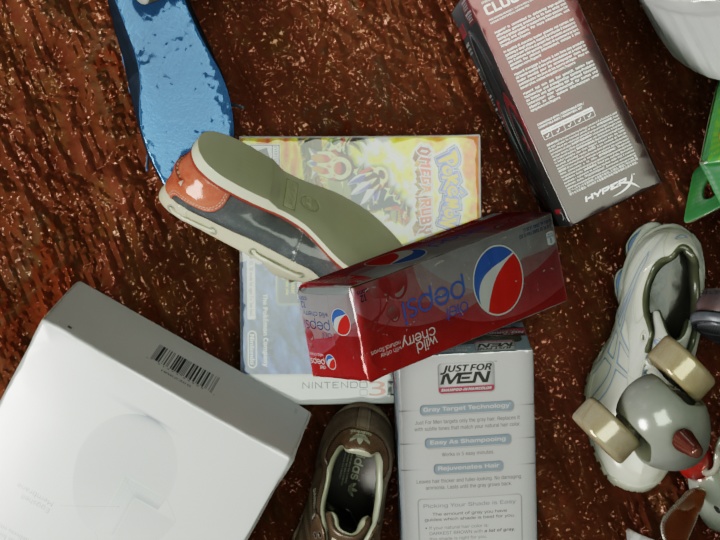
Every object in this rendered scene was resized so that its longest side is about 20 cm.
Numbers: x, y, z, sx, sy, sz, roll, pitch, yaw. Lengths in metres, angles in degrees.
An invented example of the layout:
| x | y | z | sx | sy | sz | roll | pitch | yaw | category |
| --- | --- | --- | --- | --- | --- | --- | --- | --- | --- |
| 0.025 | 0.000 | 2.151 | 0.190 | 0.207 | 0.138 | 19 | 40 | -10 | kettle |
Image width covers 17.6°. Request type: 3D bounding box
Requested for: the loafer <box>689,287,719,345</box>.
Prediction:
| x | y | z | sx | sy | sz | roll | pitch | yaw | category |
| --- | --- | --- | --- | --- | --- | --- | --- | --- | --- |
| 0.315 | 0.038 | 1.689 | 0.199 | 0.072 | 0.063 | 21 | 78 | -36 | loafer |

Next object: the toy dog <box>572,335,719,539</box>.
| x | y | z | sx | sy | sz | roll | pitch | yaw | category |
| --- | --- | --- | --- | --- | --- | --- | --- | --- | --- |
| 0.243 | 0.134 | 1.653 | 0.199 | 0.096 | 0.132 | 21 | 109 | -37 | toy dog |

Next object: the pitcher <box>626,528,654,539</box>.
| x | y | z | sx | sy | sz | roll | pitch | yaw | category |
| --- | --- | --- | --- | --- | --- | --- | --- | --- | --- |
| 0.190 | 0.318 | 1.702 | 0.200 | 0.121 | 0.172 | -47 | 107 | -11 | pitcher |

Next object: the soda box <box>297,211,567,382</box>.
| x | y | z | sx | sy | sz | roll | pitch | yaw | category |
| --- | --- | --- | --- | --- | --- | --- | --- | --- | --- |
| 0.052 | 0.016 | 1.633 | 0.199 | 0.063 | 0.071 | -20 | 104 | -38 | soda box |

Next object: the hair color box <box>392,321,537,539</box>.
| x | y | z | sx | sy | sz | roll | pitch | yaw | category |
| --- | --- | --- | --- | --- | --- | --- | --- | --- | --- |
| 0.076 | 0.143 | 1.689 | 0.098 | 0.061 | 0.202 | -3 | 109 | -2 | hair color box |

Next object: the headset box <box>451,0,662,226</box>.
| x | y | z | sx | sy | sz | roll | pitch | yaw | category |
| --- | --- | --- | --- | --- | --- | --- | --- | --- | --- |
| 0.133 | -0.136 | 1.671 | 0.075 | 0.149 | 0.201 | -25 | 92 | -1 | headset box |

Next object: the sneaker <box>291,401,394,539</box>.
| x | y | z | sx | sy | sz | roll | pitch | yaw | category |
| --- | --- | --- | --- | --- | --- | --- | --- | --- | --- |
| -0.019 | 0.198 | 1.693 | 0.070 | 0.076 | 0.202 | 8 | 104 | 3 | sneaker |

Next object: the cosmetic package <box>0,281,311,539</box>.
| x | y | z | sx | sy | sz | roll | pitch | yaw | category |
| --- | --- | --- | --- | --- | --- | --- | --- | --- | --- |
| -0.172 | 0.151 | 1.662 | 0.198 | 0.123 | 0.201 | 30 | 104 | -1 | cosmetic package |

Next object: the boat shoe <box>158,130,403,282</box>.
| x | y | z | sx | sy | sz | roll | pitch | yaw | category |
| --- | --- | --- | --- | --- | --- | --- | --- | --- | --- |
| -0.049 | -0.025 | 1.666 | 0.199 | 0.071 | 0.063 | 30 | 125 | -15 | boat shoe |

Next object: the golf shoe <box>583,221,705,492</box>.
| x | y | z | sx | sy | sz | roll | pitch | yaw | category |
| --- | --- | --- | --- | --- | --- | --- | --- | --- | --- |
| 0.211 | 0.065 | 1.702 | 0.078 | 0.097 | 0.202 | 6 | 92 | -3 | golf shoe |

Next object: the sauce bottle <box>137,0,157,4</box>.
| x | y | z | sx | sy | sz | roll | pitch | yaw | category |
| --- | --- | --- | --- | --- | --- | --- | --- | --- | --- |
| -0.075 | -0.243 | 1.675 | 0.199 | 0.065 | 0.065 | -23 | 91 | -25 | sauce bottle |

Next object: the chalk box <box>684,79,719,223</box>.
| x | y | z | sx | sy | sz | roll | pitch | yaw | category |
| --- | --- | --- | --- | --- | --- | --- | --- | --- | --- |
| 0.320 | -0.083 | 1.653 | 0.199 | 0.125 | 0.124 | -12 | 128 | 28 | chalk box |

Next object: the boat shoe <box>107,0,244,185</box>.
| x | y | z | sx | sy | sz | roll | pitch | yaw | category |
| --- | --- | --- | --- | --- | --- | --- | --- | --- | --- |
| -0.134 | -0.147 | 1.708 | 0.083 | 0.069 | 0.202 | -11 | 89 | -6 | boat shoe |

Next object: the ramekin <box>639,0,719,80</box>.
| x | y | z | sx | sy | sz | roll | pitch | yaw | category |
| --- | --- | --- | --- | --- | --- | --- | --- | --- | --- |
| 0.285 | -0.227 | 1.652 | 0.200 | 0.201 | 0.098 | -33 | 129 | -1 | ramekin |

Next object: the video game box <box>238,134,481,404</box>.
| x | y | z | sx | sy | sz | roll | pitch | yaw | category |
| --- | --- | --- | --- | --- | --- | --- | --- | --- | --- |
| 0.000 | 0.000 | 1.722 | 0.181 | 0.047 | 0.202 | -1 | 91 | -4 | video game box |
